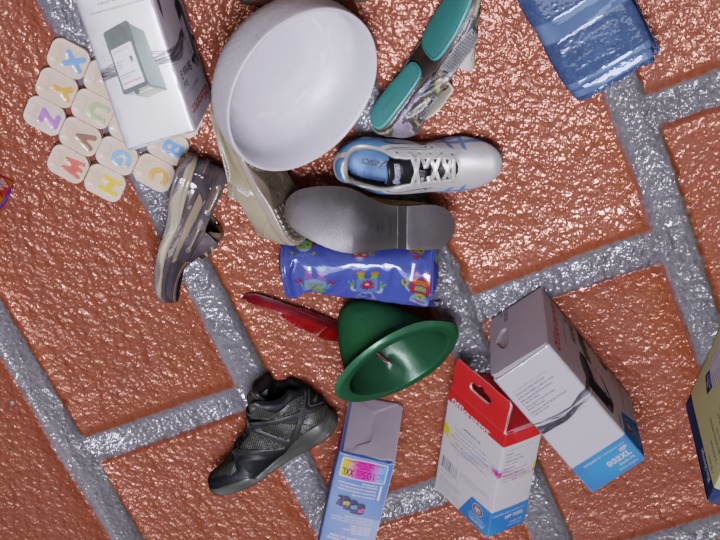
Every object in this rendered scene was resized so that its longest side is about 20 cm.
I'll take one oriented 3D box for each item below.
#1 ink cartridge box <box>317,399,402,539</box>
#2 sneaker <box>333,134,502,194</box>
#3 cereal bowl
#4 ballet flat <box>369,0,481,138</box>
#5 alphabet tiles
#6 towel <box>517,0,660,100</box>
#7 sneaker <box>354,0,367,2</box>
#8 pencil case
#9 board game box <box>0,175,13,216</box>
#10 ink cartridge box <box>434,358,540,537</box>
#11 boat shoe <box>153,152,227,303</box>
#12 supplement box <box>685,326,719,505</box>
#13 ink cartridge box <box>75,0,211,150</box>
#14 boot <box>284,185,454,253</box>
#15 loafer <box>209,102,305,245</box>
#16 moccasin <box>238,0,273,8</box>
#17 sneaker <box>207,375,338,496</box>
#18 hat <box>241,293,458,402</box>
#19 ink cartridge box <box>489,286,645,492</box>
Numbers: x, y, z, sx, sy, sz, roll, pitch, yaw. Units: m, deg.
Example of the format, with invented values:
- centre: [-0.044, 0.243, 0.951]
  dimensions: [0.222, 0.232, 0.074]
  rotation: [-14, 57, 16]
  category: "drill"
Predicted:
- centre: [-0.004, 0.284, 1.622]
  dimensions: [0.075, 0.137, 0.202]
  rotation: [12, 117, 1]
  category: "ink cartridge box"
- centre: [0.066, -0.117, 1.448]
  dimensions: [0.197, 0.073, 0.073]
  rotation: [0, 116, 4]
  category: "sneaker"
- centre: [-0.082, -0.215, 1.374]
  dimensions: [0.198, 0.083, 0.202]
  rotation: [-26, 141, -23]
  category: "cereal bowl"
- centre: [0.087, -0.229, 1.401]
  dimensions: [0.072, 0.072, 0.201]
  rotation: [31, 116, -11]
  category: "ballet flat"
- centre: [-0.293, -0.181, 1.481]
  dimensions: [0.194, 0.015, 0.201]
  rotation: [28, 116, -9]
  category: "alphabet tiles"
- centre: [0.234, -0.291, 1.356]
  dimensions: [0.111, 0.049, 0.201]
  rotation: [-27, 112, 17]
  category: "towel"
- centre: [-0.057, -0.371, 1.336]
  dimensions: [0.089, 0.067, 0.202]
  rotation: [-18, 111, 19]
  category: "sneaker"
- centre: [0.000, 0.000, 1.511]
  dimensions: [0.197, 0.079, 0.088]
  rotation: [3, 135, 3]
  category: "pencil case"
- centre: [-0.561, -0.030, 1.478]
  dimensions: [0.198, 0.200, 0.201]
  rotation: [26, 116, -9]
  category: "board game box"
- centre: [0.162, 0.215, 1.576]
  dimensions: [0.067, 0.116, 0.202]
  rotation: [-13, 124, -32]
  category: "ink cartridge box"
- centre: [-0.203, -0.042, 1.510]
  dimensions: [0.072, 0.075, 0.202]
  rotation: [13, 122, -6]
  category: "boat shoe"
- centre: [0.490, 0.150, 1.472]
  dimensions: [0.132, 0.201, 0.202]
  rotation: [14, 119, -1]
  category: "supplement box"
- centre: [-0.234, -0.250, 1.356]
  dimensions: [0.083, 0.146, 0.202]
  rotation: [-14, 111, 7]
  category: "ink cartridge box"
- centre: [0.006, -0.059, 1.465]
  dimensions: [0.197, 0.075, 0.075]
  rotation: [7, 98, -10]
  category: "boot"
- centre: [-0.128, -0.116, 1.458]
  dimensions: [0.068, 0.076, 0.202]
  rotation: [-14, 104, 40]
  category: "loafer"
- centre: [-0.146, -0.358, 1.349]
  dimensions: [0.201, 0.074, 0.078]
  rotation: [41, 122, -5]
  category: "moccasin"
- centre: [-0.137, 0.208, 1.633]
  dimensions: [0.198, 0.076, 0.115]
  rotation: [-35, 108, 17]
  category: "sneaker"
- centre: [0.000, 0.048, 1.564]
  dimensions: [0.198, 0.177, 0.166]
  rotation: [-3, 143, -43]
  category: "hat"
- centre: [0.248, 0.142, 1.521]
  dimensions: [0.083, 0.146, 0.200]
  rotation: [-35, 109, 20]
  category: "ink cartridge box"
